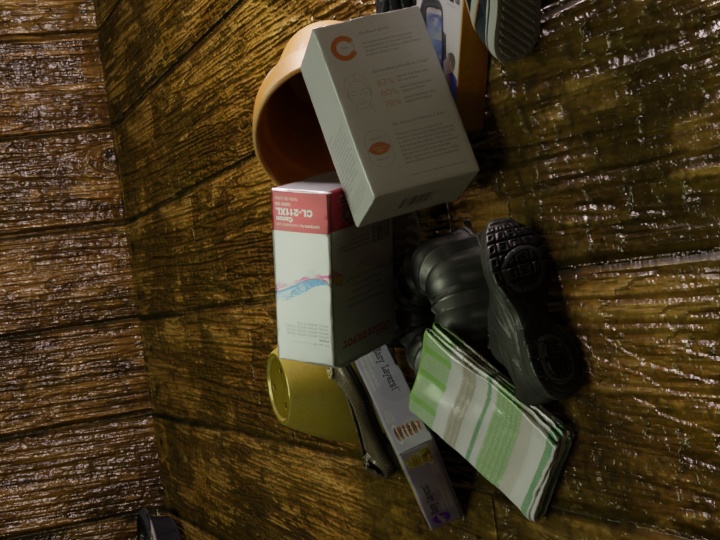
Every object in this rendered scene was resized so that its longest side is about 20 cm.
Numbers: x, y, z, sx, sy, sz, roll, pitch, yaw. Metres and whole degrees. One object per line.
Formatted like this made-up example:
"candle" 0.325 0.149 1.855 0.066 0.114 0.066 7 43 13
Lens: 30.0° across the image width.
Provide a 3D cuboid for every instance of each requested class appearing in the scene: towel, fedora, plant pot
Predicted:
"towel" 0.131 0.165 1.441 0.200 0.031 0.149 39 139 27
"fedora" -0.496 0.687 3.352 0.201 0.091 0.201 172 90 -70
"plant pot" -0.032 -0.211 1.647 0.183 0.200 0.200 -97 11 -54
"plant pot" -0.049 0.152 1.869 0.200 0.142 0.200 173 90 -69

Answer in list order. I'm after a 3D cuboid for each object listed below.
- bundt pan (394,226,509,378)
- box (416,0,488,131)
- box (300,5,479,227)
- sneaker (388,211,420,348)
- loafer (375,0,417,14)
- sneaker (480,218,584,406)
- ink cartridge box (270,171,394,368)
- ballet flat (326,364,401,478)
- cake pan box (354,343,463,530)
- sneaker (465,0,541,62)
"bundt pan" 0.098 0.054 1.534 0.202 0.076 0.202 172 90 -69
"box" 0.099 -0.264 1.461 0.119 0.041 0.200 -131 36 -56
"box" 0.028 -0.166 1.451 0.097 0.124 0.200 124 129 -69
"sneaker" 0.040 -0.006 1.657 0.082 0.075 0.200 -69 -15 -58
"loafer" 0.049 -0.325 1.552 0.070 0.068 0.201 -35 -67 -72
"sneaker" 0.156 0.045 1.362 0.091 0.076 0.200 -43 56 58
"ink cartridge box" -0.030 -0.004 1.544 0.083 0.146 0.200 6 104 28
"ballet flat" -0.006 0.186 1.760 0.067 0.046 0.200 -115 -1 -77
"cake pan box" 0.054 0.190 1.646 0.184 0.052 0.200 72 174 -49
"sneaker" 0.138 -0.301 1.282 0.079 0.078 0.200 56 150 39
